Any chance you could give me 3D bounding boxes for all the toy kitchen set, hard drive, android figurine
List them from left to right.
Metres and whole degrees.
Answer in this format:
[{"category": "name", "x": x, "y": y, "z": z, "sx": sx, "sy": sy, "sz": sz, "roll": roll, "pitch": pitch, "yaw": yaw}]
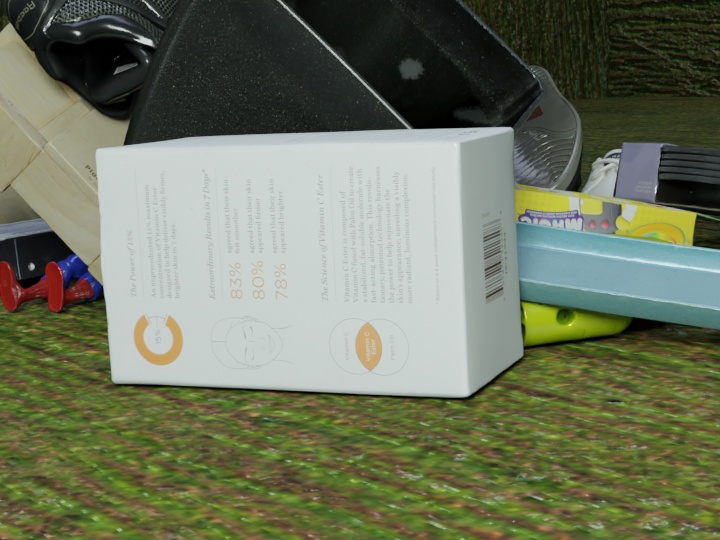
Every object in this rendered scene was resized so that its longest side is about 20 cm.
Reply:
[{"category": "hard drive", "x": -0.261, "y": -0.019, "z": 1.199, "sx": 0.139, "sy": 0.038, "sz": 0.200, "roll": -2, "pitch": 8, "yaw": 39}, {"category": "toy kitchen set", "x": -0.204, "y": -0.044, "z": 1.011, "sx": 0.180, "sy": 0.200, "sz": 0.163, "roll": -39, "pitch": 8, "yaw": 31}, {"category": "android figurine", "x": 0.105, "y": 0.009, "z": 0.902, "sx": 0.199, "sy": 0.041, "sz": 0.182, "roll": -6, "pitch": 9, "yaw": -14}]

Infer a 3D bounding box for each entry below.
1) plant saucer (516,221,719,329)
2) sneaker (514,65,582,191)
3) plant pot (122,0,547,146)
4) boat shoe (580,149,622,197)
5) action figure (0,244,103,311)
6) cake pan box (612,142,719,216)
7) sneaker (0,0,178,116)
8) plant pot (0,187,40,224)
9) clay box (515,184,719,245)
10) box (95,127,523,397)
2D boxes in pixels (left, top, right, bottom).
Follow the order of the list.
[{"category": "plant saucer", "x": 0.128, "y": 0.001, "z": 0.816, "sx": 0.199, "sy": 0.019, "sz": 0.070, "roll": 9, "pitch": 29, "yaw": 17}, {"category": "sneaker", "x": 0.159, "y": -0.084, "z": 1.244, "sx": 0.075, "sy": 0.106, "sz": 0.200, "roll": -19, "pitch": 31, "yaw": 12}, {"category": "plant pot", "x": -0.030, "y": -0.098, "z": 0.941, "sx": 0.177, "sy": 0.199, "sz": 0.200, "roll": -44, "pitch": 3, "yaw": 31}, {"category": "boat shoe", "x": 0.211, "y": -0.065, "z": 1.248, "sx": 0.071, "sy": 0.070, "sz": 0.200, "roll": 1, "pitch": 9, "yaw": 23}, {"category": "action figure", "x": -0.186, "y": -0.008, "z": 1.110, "sx": 0.065, "sy": 0.052, "sz": 0.200, "roll": -5, "pitch": 5, "yaw": 23}, {"category": "cake pan box", "x": 0.316, "y": -0.058, "z": 1.121, "sx": 0.199, "sy": 0.053, "sz": 0.184, "roll": 6, "pitch": 2, "yaw": -26}, {"category": "sneaker", "x": -0.136, "y": -0.152, "z": 0.973, "sx": 0.199, "sy": 0.114, "sz": 0.076, "roll": -4, "pitch": -32, "yaw": -49}, {"category": "plant pot", "x": -0.216, "y": -0.113, "z": 1.353, "sx": 0.183, "sy": 0.201, "sz": 0.200, "roll": 8, "pitch": 12, "yaw": 23}, {"category": "clay box", "x": 0.143, "y": -0.032, "z": 1.050, "sx": 0.199, "sy": 0.048, "sz": 0.115, "roll": 8, "pitch": 5, "yaw": -13}, {"category": "box", "x": -0.025, "y": -0.008, "z": 0.780, "sx": 0.199, "sy": 0.125, "sz": 0.097, "roll": 1, "pitch": 9, "yaw": 22}]
